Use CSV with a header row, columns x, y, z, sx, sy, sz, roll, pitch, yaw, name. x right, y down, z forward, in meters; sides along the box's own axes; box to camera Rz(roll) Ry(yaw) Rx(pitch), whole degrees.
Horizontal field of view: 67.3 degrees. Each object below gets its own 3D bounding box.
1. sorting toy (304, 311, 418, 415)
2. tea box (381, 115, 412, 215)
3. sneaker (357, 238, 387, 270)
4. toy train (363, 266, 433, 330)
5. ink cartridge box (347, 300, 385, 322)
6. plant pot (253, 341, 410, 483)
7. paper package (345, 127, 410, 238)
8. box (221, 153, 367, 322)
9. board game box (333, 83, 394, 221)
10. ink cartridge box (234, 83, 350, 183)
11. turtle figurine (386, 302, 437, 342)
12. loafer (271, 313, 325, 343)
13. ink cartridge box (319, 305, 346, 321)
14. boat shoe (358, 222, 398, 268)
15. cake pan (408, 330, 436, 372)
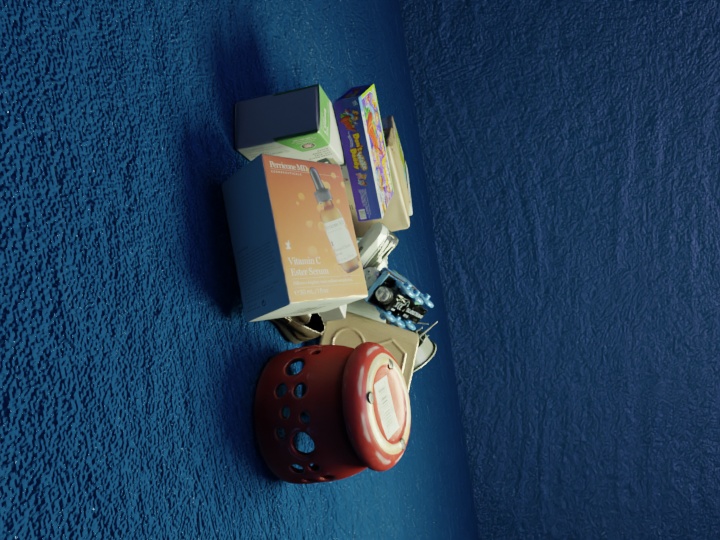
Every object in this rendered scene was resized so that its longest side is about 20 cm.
x,y,z,sx,sy,sz,roll,pitch,yaw,name
0.003,0.185,0.986,0.037,0.182,0.204,127,-21,-66,sorting toy
0.056,-0.274,1.489,0.198,0.131,0.203,65,17,-45,tea box
0.040,-0.015,1.213,0.087,0.074,0.202,-45,133,-23,sneaker
0.065,0.049,1.057,0.114,0.087,0.199,43,8,30,toy train
-0.003,0.128,1.135,0.060,0.102,0.203,121,-25,-54,ink cartridge box
-0.030,0.207,0.810,0.200,0.179,0.204,39,44,-52,plant pot
-0.009,-0.169,1.109,0.104,0.196,0.193,-79,155,-54,paper package
-0.093,-0.044,0.769,0.151,0.105,0.204,-4,78,-46,box
0.010,-0.207,0.941,0.135,0.044,0.204,-66,147,-60,board game box
-0.098,-0.210,0.902,0.200,0.143,0.086,36,49,-68,ink cartridge box
0.080,0.121,1.261,0.102,0.197,0.150,61,14,-10,turtle figurine
-0.110,0.050,0.863,0.201,0.070,0.074,57,29,-55,loafer
-0.074,-0.032,0.984,0.147,0.083,0.203,68,21,-44,ink cartridge box
0.000,0.000,1.088,0.063,0.201,0.071,37,6,-29,boat shoe
0.078,0.195,1.253,0.037,0.197,0.200,67,19,-12,cake pan
